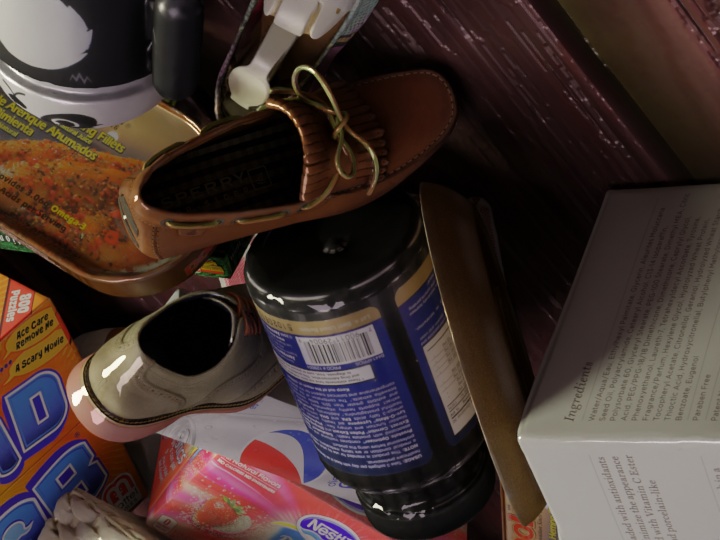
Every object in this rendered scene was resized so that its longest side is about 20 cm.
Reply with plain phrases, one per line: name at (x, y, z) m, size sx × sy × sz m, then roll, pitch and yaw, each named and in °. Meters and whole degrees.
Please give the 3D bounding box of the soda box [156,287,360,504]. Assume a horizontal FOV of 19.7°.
soda box at (-0.045, 0.086, 1.317) m, size 0.199 × 0.069 × 0.063 m, roll 22°, pitch 128°, yaw -27°

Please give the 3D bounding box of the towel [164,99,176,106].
towel at (-0.200, -0.152, 1.260) m, size 0.199 × 0.018 × 0.086 m, roll 26°, pitch 140°, yaw 2°

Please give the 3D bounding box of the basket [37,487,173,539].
basket at (-0.141, 0.283, 1.375) m, size 0.200 × 0.199 × 0.161 m, roll 31°, pitch 178°, yaw 43°

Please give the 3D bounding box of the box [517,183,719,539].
box at (0.198, 0.087, 1.155) m, size 0.130 × 0.201 × 0.200 m, roll -2°, pitch 133°, yaw 29°

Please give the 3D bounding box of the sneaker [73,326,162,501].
sneaker at (-0.122, 0.120, 1.470) m, size 0.084 × 0.073 × 0.200 m, roll -16°, pitch 123°, yaw 43°

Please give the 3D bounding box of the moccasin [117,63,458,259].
moccasin at (-0.036, -0.067, 1.141) m, size 0.078 × 0.200 × 0.074 m, roll 135°, pitch 119°, yaw -71°

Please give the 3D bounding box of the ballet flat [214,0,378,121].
ballet flat at (-0.035, -0.140, 1.138) m, size 0.069 × 0.071 × 0.200 m, roll 33°, pitch 141°, yaw 1°

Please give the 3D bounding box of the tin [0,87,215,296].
tin at (-0.166, -0.062, 1.214) m, size 0.199 × 0.112 × 0.042 m, roll 31°, pitch 172°, yaw 20°

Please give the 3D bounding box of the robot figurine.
robot figurine at (-0.151, -0.170, 1.124) m, size 0.124 × 0.151 × 0.201 m, roll -2°, pitch 138°, yaw -8°

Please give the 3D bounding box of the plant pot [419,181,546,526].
plant pot at (0.075, 0.043, 1.164) m, size 0.027 × 0.201 × 0.201 m, roll -16°, pitch 129°, yaw 7°

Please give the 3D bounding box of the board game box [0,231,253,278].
board game box at (-0.150, -0.049, 1.277) m, size 0.199 × 0.105 × 0.024 m, roll 8°, pitch 141°, yaw 23°

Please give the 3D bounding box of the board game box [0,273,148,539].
board game box at (-0.308, 0.120, 1.430) m, size 0.199 × 0.200 × 0.201 m, roll 23°, pitch 146°, yaw 40°

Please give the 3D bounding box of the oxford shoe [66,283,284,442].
oxford shoe at (-0.079, 0.042, 1.209) m, size 0.071 × 0.200 × 0.074 m, roll 54°, pitch 129°, yaw 7°

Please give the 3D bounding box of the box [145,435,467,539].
box at (-0.033, 0.157, 1.406) m, size 0.199 × 0.095 × 0.103 m, roll 33°, pitch 125°, yaw -21°

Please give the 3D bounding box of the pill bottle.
pill bottle at (0.013, 0.058, 1.217) m, size 0.111 × 0.112 × 0.201 m, roll 1°, pitch 129°, yaw 29°

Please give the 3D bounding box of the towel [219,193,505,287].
towel at (0.000, 0.000, 1.310) m, size 0.199 × 0.030 × 0.147 m, roll 6°, pitch 137°, yaw 20°

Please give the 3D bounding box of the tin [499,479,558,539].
tin at (0.151, 0.164, 1.394) m, size 0.111 × 0.042 × 0.201 m, roll 10°, pitch 138°, yaw 14°
